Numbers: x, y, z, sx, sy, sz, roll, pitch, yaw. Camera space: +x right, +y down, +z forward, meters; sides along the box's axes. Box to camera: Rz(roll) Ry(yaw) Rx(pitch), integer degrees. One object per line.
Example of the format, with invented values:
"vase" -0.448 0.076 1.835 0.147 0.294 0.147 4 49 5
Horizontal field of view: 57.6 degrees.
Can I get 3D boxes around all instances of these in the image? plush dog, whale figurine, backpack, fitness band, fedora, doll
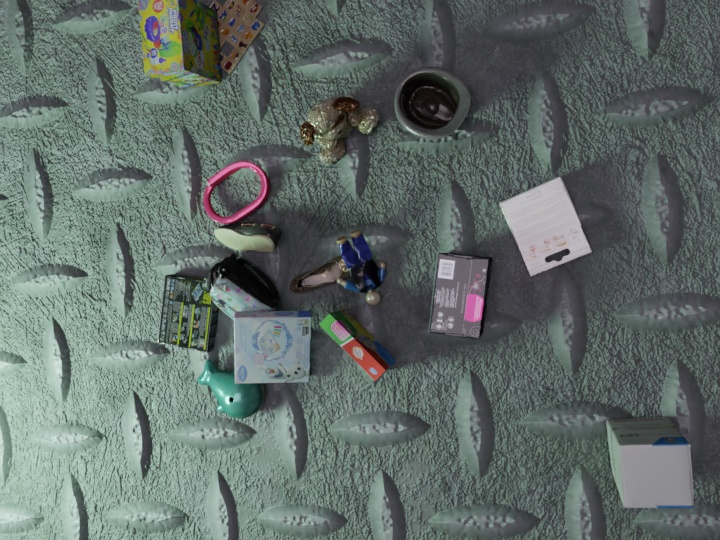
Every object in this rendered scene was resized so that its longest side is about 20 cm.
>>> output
"plush dog" -0.072 -0.385 1.669 0.200 0.172 0.161 -38 83 14
"whale figurine" -0.366 0.327 1.812 0.200 0.104 0.159 29 100 10
"backpack" -0.321 0.064 1.774 0.200 0.167 0.127 38 110 -4
"fitness band" -0.345 -0.216 1.812 0.200 0.037 0.144 -32 84 9
"fedora" 0.184 -0.412 1.644 0.200 0.090 0.177 25 97 19
"doll" 0.000 0.000 1.717 0.136 0.048 0.200 -25 103 -6

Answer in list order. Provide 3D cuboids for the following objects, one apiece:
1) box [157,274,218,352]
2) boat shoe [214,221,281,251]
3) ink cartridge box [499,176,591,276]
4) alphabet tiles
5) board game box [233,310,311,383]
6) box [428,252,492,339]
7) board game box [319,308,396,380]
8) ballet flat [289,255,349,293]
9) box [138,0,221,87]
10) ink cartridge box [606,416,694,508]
"box" -0.487 0.121 1.866 0.160 0.044 0.200 8 95 14
"boat shoe" -0.311 -0.097 1.805 0.201 0.063 0.074 7 138 26
"ink cartridge box" 0.454 -0.109 1.613 0.161 0.050 0.200 -23 90 14
"alphabet tiles" -0.365 -0.676 1.818 0.167 0.008 0.200 41 101 10
"board game box" -0.233 0.204 1.738 0.199 0.043 0.200 0 113 -9
"box" 0.250 0.060 1.636 0.132 0.115 0.200 7 93 15
"board game box" -0.004 0.188 1.688 0.200 0.153 0.040 44 100 8
"ballet flat" -0.102 0.013 1.759 0.200 0.046 0.067 -20 88 14
"box" -0.477 -0.611 1.748 0.122 0.193 0.200 -2 94 17
"ink cartridge box" 0.659 0.435 1.502 0.147 0.200 0.145 -6 93 14
